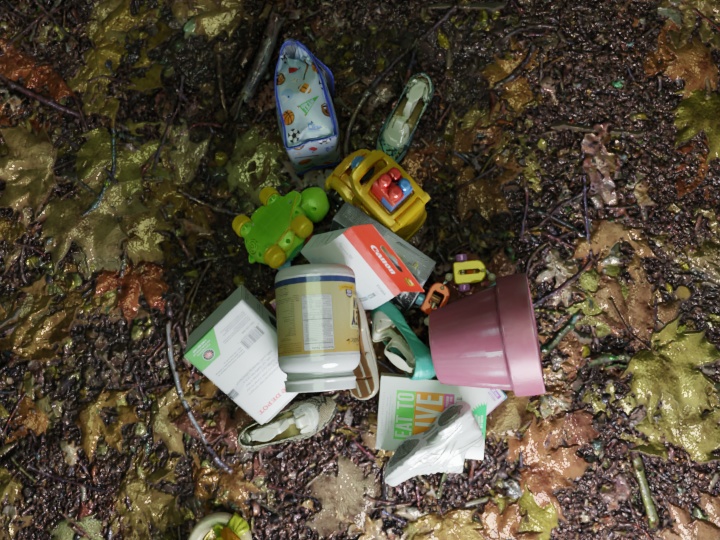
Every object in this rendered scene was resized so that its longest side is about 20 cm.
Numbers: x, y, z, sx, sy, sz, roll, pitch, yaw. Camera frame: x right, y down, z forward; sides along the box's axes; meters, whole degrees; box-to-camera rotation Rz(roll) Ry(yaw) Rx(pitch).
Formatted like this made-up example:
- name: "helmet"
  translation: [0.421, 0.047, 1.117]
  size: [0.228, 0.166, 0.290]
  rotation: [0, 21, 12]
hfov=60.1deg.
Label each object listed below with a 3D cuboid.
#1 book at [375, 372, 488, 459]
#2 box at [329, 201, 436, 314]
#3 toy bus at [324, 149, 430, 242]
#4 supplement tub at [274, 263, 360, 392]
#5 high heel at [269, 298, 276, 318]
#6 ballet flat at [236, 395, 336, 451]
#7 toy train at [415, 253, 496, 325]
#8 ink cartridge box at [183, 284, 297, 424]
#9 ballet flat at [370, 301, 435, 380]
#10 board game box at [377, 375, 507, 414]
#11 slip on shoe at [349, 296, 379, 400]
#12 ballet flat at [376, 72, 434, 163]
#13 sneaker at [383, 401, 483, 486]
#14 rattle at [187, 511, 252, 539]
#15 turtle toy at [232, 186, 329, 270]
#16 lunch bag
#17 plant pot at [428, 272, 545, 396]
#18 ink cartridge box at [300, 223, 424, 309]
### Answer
- name: "book"
  translation: [0.129, 0.264, 1.131]
  size: [0.194, 0.048, 0.138]
  rotation: [4, 88, 2]
- name: "box"
  translation: [0.030, -0.019, 1.152]
  size: [0.198, 0.159, 0.049]
  rotation: [35, 65, 6]
- name: "toy bus"
  translation: [0.031, -0.151, 1.149]
  size: [0.135, 0.192, 0.200]
  rotation: [-42, 81, -11]
- name: "supplement tub"
  translation: [-0.072, 0.099, 1.051]
  size: [0.140, 0.144, 0.206]
  rotation: [-4, 82, 1]
- name: "high heel"
  translation: [-0.196, 0.136, 1.190]
  size: [0.197, 0.067, 0.097]
  rotation: [-32, 81, -12]
- name: "ballet flat"
  translation: [-0.138, 0.290, 1.158]
  size: [0.195, 0.075, 0.069]
  rotation: [-19, 81, -1]
- name: "toy train"
  translation: [0.210, 0.057, 1.190]
  size: [0.196, 0.056, 0.154]
  rotation: [22, 88, 3]
- name: "ink cartridge box"
  translation: [-0.197, 0.155, 1.129]
  size: [0.145, 0.084, 0.200]
  rotation: [-41, 110, 4]
- name: "ballet flat"
  translation: [0.062, 0.123, 1.139]
  size: [0.069, 0.068, 0.200]
  rotation: [-11, 45, -37]
- name: "board game box"
  translation: [0.153, 0.244, 1.173]
  size: [0.199, 0.040, 0.154]
  rotation: [-39, 83, -4]
- name: "slip on shoe"
  translation: [-0.008, 0.132, 1.138]
  size: [0.074, 0.060, 0.205]
  rotation: [-20, 82, 15]
- name: "ballet flat"
  translation: [0.086, -0.305, 1.237]
  size: [0.073, 0.074, 0.204]
  rotation: [23, 84, 5]
- name: "sneaker"
  translation: [0.132, 0.324, 1.077]
  size: [0.198, 0.078, 0.100]
  rotation: [-37, 98, 7]
- name: "rattle"
  translation: [-0.288, 0.527, 1.103]
  size: [0.195, 0.143, 0.133]
  rotation: [-20, 100, -7]
- name: "turtle toy"
  translation: [-0.141, -0.086, 1.195]
  size: [0.200, 0.101, 0.145]
  rotation: [-46, 59, -6]
- name: "lunch bag"
  translation: [-0.104, -0.313, 1.192]
  size: [0.121, 0.170, 0.205]
  rotation: [-15, 81, -3]
- name: "plant pot"
  translation: [0.216, 0.120, 1.075]
  size: [0.174, 0.199, 0.206]
  rotation: [-11, 82, 17]
- name: "ink cartridge box"
  translation: [0.000, 0.000, 1.108]
  size: [0.161, 0.198, 0.048]
  rotation: [50, 63, -21]
